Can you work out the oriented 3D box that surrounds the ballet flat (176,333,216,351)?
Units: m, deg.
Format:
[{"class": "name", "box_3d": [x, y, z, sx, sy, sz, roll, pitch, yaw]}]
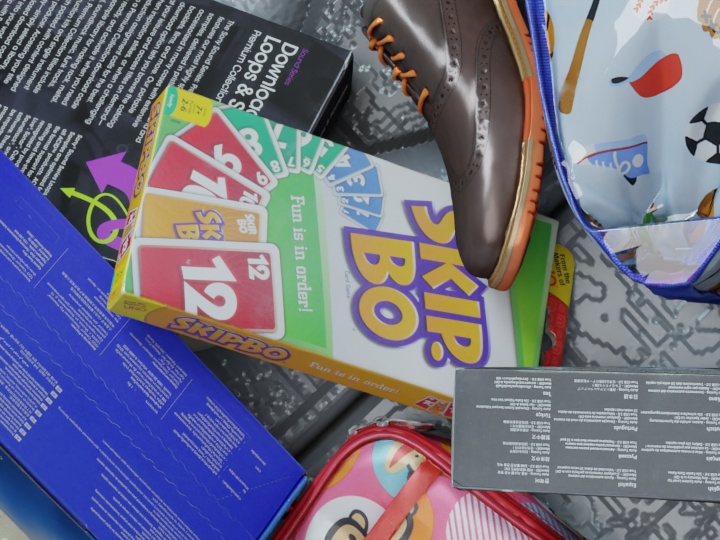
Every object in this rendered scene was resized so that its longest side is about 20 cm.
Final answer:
[{"class": "ballet flat", "box_3d": [-0.144, -0.011, 1.049, 0.198, 0.069, 0.070, 20, 92, 12]}]

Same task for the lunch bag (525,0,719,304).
[{"class": "lunch bag", "box_3d": [0.131, -0.089, 0.941, 0.123, 0.170, 0.202, -4, 86, 16]}]

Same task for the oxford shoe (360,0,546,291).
[{"class": "oxford shoe", "box_3d": [0.035, -0.084, 0.985, 0.072, 0.071, 0.202, 1, 63, -12]}]

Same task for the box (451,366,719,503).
[{"class": "box", "box_3d": [0.155, 0.063, 0.915, 0.198, 0.157, 0.050, 0, 88, 25]}]

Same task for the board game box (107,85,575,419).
[{"class": "board game box", "box_3d": [0.000, 0.000, 0.978, 0.199, 0.030, 0.096, 19, 63, -18]}]

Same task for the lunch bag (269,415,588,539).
[{"class": "lunch bag", "box_3d": [0.006, 0.167, 1.008, 0.176, 0.082, 0.201, 37, 97, 15]}]

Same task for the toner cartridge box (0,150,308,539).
[{"class": "toner cartridge box", "box_3d": [-0.120, 0.050, 0.950, 0.200, 0.043, 0.095, 48, 54, -12]}]

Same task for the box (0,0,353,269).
[{"class": "box", "box_3d": [-0.120, -0.066, 1.026, 0.198, 0.036, 0.144, 21, 61, 12]}]

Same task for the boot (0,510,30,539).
[{"class": "boot", "box_3d": [-0.185, 0.111, 1.051, 0.155, 0.072, 0.200, -42, 86, 8]}]
